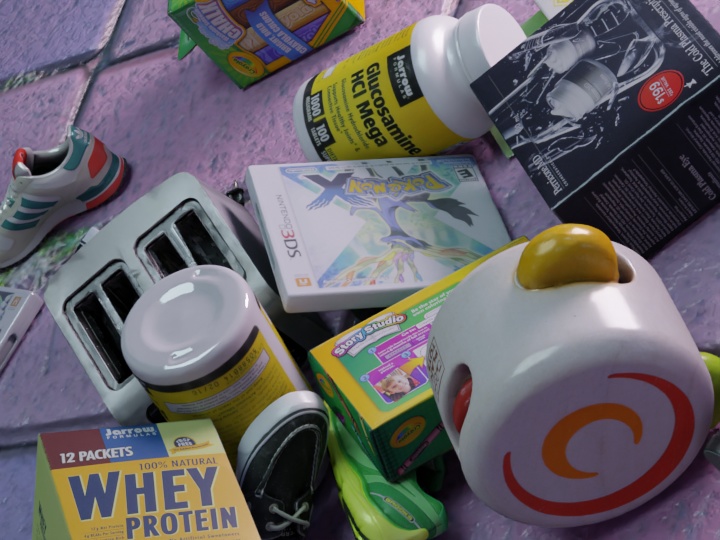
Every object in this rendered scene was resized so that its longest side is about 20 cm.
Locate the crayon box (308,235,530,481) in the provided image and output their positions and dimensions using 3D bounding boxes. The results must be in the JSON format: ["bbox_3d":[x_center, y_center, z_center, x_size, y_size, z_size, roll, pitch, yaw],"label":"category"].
[{"bbox_3d":[0.075,0.064,1.605,0.200,0.058,0.119,-28,36,-10],"label":"crayon box"}]

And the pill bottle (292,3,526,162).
[{"bbox_3d":[0.048,-0.151,1.826,0.200,0.112,0.113,-25,41,33],"label":"pill bottle"}]

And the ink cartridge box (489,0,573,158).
[{"bbox_3d":[0.173,-0.206,1.829,0.200,0.048,0.146,-36,38,8],"label":"ink cartridge box"}]

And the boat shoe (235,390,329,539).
[{"bbox_3d":[-0.064,0.184,1.622,0.064,0.071,0.200,54,132,44],"label":"boat shoe"}]

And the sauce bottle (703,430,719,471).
[{"bbox_3d":[0.305,0.055,1.442,0.065,0.065,0.200,20,70,50],"label":"sauce bottle"}]

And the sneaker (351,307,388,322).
[{"bbox_3d":[0.000,0.000,1.768,0.200,0.082,0.073,22,70,50],"label":"sneaker"}]

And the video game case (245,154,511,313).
[{"bbox_3d":[0.019,-0.034,1.731,0.199,0.022,0.183,-3,38,-13],"label":"video game case"}]

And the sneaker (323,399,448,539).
[{"bbox_3d":[0.021,0.153,1.629,0.083,0.074,0.200,-16,35,-5],"label":"sneaker"}]

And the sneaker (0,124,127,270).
[{"bbox_3d":[-0.339,-0.080,2.154,0.200,0.093,0.070,-31,39,18],"label":"sneaker"}]

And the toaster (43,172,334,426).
[{"bbox_3d":[-0.149,0.032,1.798,0.181,0.119,0.200,-38,62,7],"label":"toaster"}]

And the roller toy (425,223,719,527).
[{"bbox_3d":[0.141,0.072,1.473,0.182,0.200,0.140,-38,41,17],"label":"roller toy"}]

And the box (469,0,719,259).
[{"bbox_3d":[0.212,-0.125,1.668,0.182,0.104,0.200,-40,37,9],"label":"box"}]

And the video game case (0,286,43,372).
[{"bbox_3d":[-0.427,0.091,2.135,0.200,0.023,0.182,6,60,46],"label":"video game case"}]

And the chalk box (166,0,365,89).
[{"bbox_3d":[-0.109,-0.278,2.099,0.200,0.124,0.125,-25,41,24],"label":"chalk box"}]

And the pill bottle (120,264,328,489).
[{"bbox_3d":[-0.098,0.099,1.659,0.111,0.200,0.111,-16,43,15],"label":"pill bottle"}]

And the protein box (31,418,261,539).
[{"bbox_3d":[-0.157,0.249,1.549,0.135,0.200,0.199,-4,36,-19],"label":"protein box"}]

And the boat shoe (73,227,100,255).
[{"bbox_3d":[-0.218,0.019,1.961,0.068,0.074,0.199,-53,42,-6],"label":"boat shoe"}]
